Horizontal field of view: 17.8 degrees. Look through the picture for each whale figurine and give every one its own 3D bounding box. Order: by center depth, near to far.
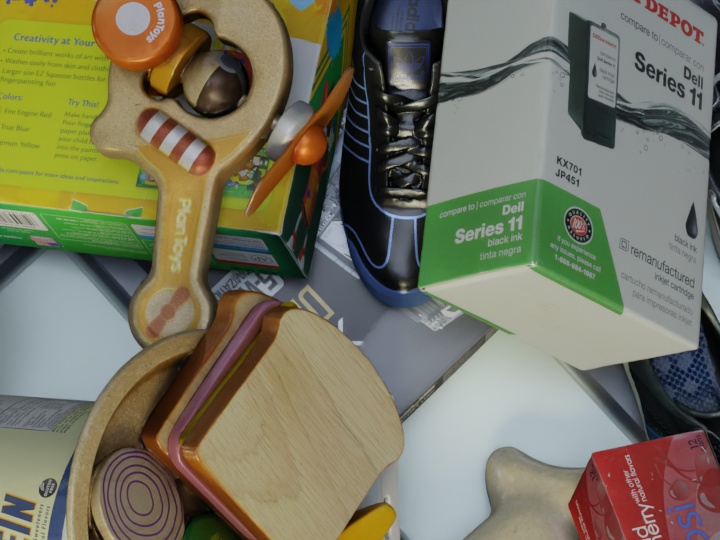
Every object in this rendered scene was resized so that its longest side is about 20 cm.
[{"bbox_3d":[0.082,0.199,1.268,0.158,0.104,0.201,10,58,16],"label":"whale figurine"}]

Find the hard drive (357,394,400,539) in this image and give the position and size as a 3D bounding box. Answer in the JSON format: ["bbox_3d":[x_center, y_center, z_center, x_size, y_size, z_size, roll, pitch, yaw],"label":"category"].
[{"bbox_3d":[-0.072,0.140,1.262,0.199,0.026,0.133,-6,81,26],"label":"hard drive"}]

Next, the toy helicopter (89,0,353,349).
[{"bbox_3d":[-0.077,-0.051,1.192,0.132,0.079,0.201,6,82,5],"label":"toy helicopter"}]

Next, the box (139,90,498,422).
[{"bbox_3d":[0.000,0.000,1.310,0.200,0.050,0.158,-43,82,-5],"label":"box"}]

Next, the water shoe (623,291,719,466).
[{"bbox_3d":[0.193,0.097,1.277,0.071,0.079,0.201,-24,82,-2],"label":"water shoe"}]

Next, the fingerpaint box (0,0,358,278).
[{"bbox_3d":[-0.113,-0.093,1.284,0.199,0.073,0.168,6,71,14],"label":"fingerpaint box"}]

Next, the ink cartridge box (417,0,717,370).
[{"bbox_3d":[0.114,-0.066,1.229,0.083,0.146,0.201,-14,62,42],"label":"ink cartridge box"}]

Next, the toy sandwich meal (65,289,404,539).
[{"bbox_3d":[-0.056,0.115,1.140,0.070,0.205,0.206,-8,79,44],"label":"toy sandwich meal"}]

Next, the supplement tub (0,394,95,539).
[{"bbox_3d":[-0.182,0.139,1.222,0.199,0.145,0.146,2,81,27],"label":"supplement tub"}]

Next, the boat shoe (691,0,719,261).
[{"bbox_3d":[0.209,-0.089,1.308,0.071,0.068,0.201,-13,82,-1],"label":"boat shoe"}]

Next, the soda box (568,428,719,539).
[{"bbox_3d":[0.175,0.187,1.195,0.070,0.064,0.201,-11,60,-15],"label":"soda box"}]

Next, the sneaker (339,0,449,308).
[{"bbox_3d":[0.022,-0.083,1.257,0.070,0.078,0.201,-1,81,1],"label":"sneaker"}]
